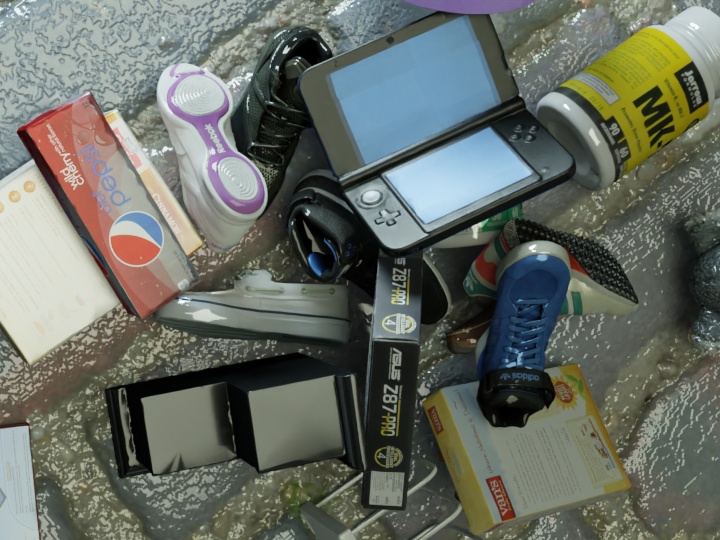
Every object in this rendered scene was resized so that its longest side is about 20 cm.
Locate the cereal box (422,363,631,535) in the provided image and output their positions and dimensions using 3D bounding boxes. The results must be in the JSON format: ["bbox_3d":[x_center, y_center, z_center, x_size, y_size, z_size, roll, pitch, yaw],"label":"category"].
[{"bbox_3d":[0.167,0.175,1.668,0.200,0.040,0.144,-6,67,-39],"label":"cereal box"}]

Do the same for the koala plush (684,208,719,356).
[{"bbox_3d":[0.438,0.005,1.754,0.200,0.184,0.178,0,93,-6],"label":"koala plush"}]

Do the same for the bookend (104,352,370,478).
[{"bbox_3d":[-0.118,0.146,1.555,0.199,0.200,0.092,-10,96,-18],"label":"bookend"}]

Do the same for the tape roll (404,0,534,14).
[{"bbox_3d":[0.090,-0.323,1.594,0.200,0.200,0.066,-6,130,-18],"label":"tape roll"}]

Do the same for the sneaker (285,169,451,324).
[{"bbox_3d":[0.000,0.000,1.624,0.200,0.112,0.073,43,118,-9],"label":"sneaker"}]

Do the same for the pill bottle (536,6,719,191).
[{"bbox_3d":[0.289,-0.180,1.712,0.200,0.114,0.114,-35,103,-13],"label":"pill bottle"}]

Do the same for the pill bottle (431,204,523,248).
[{"bbox_3d":[0.097,-0.127,1.653,0.113,0.113,0.200,-9,96,-17],"label":"pill bottle"}]

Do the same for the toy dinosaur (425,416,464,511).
[{"bbox_3d":[0.125,0.171,1.707,0.106,0.060,0.200,47,46,-4],"label":"toy dinosaur"}]

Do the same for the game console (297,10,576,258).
[{"bbox_3d":[0.070,-0.132,1.528,0.200,0.171,0.118,-26,133,-10],"label":"game console"}]

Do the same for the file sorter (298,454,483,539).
[{"bbox_3d":[0.056,0.293,1.652,0.124,0.139,0.200,-35,103,-14],"label":"file sorter"}]

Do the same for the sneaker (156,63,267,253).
[{"bbox_3d":[-0.153,-0.106,1.573,0.075,0.100,0.200,-4,56,-27],"label":"sneaker"}]

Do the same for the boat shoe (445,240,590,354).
[{"bbox_3d":[0.169,0.028,1.713,0.200,0.076,0.072,-24,94,-22],"label":"boat shoe"}]

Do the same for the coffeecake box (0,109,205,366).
[{"bbox_3d":[-0.272,-0.032,1.559,0.200,0.073,0.154,-35,103,-13],"label":"coffeecake box"}]

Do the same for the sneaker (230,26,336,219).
[{"bbox_3d":[-0.081,-0.141,1.596,0.076,0.114,0.200,24,88,-16],"label":"sneaker"}]

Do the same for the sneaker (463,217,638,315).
[{"bbox_3d":[0.185,0.014,1.653,0.200,0.070,0.093,18,130,-40],"label":"sneaker"}]

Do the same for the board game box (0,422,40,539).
[{"bbox_3d":[-0.355,0.249,1.578,0.103,0.019,0.200,-6,95,-19],"label":"board game box"}]

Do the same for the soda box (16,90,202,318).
[{"bbox_3d":[-0.226,-0.058,1.501,0.070,0.063,0.200,-33,102,-15],"label":"soda box"}]

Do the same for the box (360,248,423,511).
[{"bbox_3d":[0.030,0.098,1.559,0.049,0.161,0.200,3,123,0],"label":"box"}]

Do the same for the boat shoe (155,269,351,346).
[{"bbox_3d":[-0.104,0.032,1.629,0.200,0.074,0.067,9,76,-28],"label":"boat shoe"}]

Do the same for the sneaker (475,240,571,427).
[{"bbox_3d":[0.155,0.070,1.563,0.077,0.200,0.111,6,50,-11],"label":"sneaker"}]
